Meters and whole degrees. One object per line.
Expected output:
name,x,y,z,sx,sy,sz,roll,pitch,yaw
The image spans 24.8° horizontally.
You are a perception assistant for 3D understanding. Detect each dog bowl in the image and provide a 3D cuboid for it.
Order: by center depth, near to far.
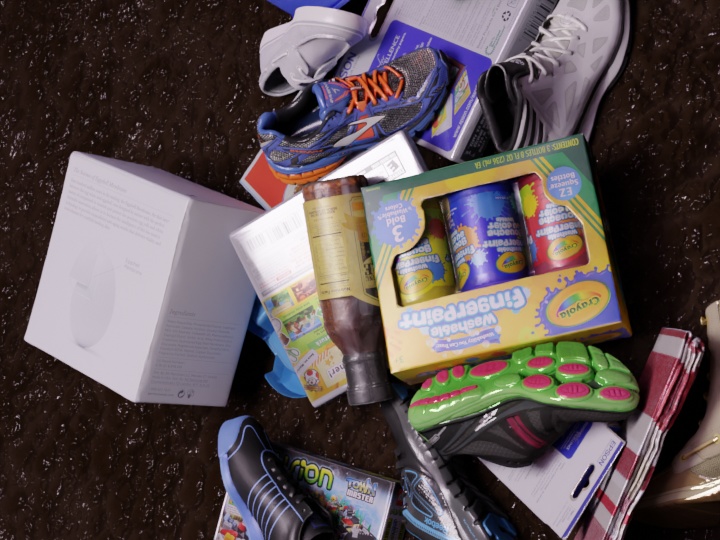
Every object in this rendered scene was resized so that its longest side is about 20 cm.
dog bowl,-0.063,0.041,1.598,0.112,0.049,0.200,-50,53,17

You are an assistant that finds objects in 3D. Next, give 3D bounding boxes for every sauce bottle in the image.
sauce bottle,-0.007,0.017,1.449,0.066,0.066,0.201,-9,91,37

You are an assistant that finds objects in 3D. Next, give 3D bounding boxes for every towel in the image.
towel,0.220,0.142,1.299,0.023,0.144,0.201,22,90,1

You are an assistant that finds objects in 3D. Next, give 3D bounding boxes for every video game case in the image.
video game case,0.000,0.000,1.490,0.199,0.023,0.183,-30,82,19

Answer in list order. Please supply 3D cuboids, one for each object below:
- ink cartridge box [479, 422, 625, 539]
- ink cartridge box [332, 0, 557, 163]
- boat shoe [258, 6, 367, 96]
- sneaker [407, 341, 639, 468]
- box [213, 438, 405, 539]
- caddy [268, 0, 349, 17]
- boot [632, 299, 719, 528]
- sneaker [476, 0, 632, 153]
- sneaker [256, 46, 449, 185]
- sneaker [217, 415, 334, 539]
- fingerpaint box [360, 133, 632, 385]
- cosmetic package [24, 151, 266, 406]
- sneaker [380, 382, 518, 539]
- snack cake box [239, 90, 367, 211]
ink cartridge box,0.151,0.138,1.386,0.100,0.039,0.200,-59,39,11
ink cartridge box,0.077,-0.220,1.552,0.200,0.043,0.199,31,98,43
boat shoe,-0.054,-0.211,1.604,0.200,0.072,0.069,-4,75,61
sneaker,0.138,0.114,1.334,0.199,0.084,0.077,-10,33,31
box,-0.046,0.230,1.545,0.199,0.035,0.111,11,86,40
caddy,-0.028,-0.330,1.626,0.200,0.105,0.142,-30,47,46
boot,0.284,0.110,1.288,0.200,0.073,0.156,-35,49,45
sneaker,0.168,-0.185,1.425,0.075,0.115,0.201,15,88,40
sneaker,-0.008,-0.148,1.505,0.199,0.078,0.076,-30,55,12
sneaker,-0.069,0.218,1.504,0.078,0.070,0.201,-29,68,25
fingerpaint box,0.113,-0.007,1.385,0.199,0.073,0.168,-13,74,13
cosmetic package,-0.209,0.007,1.614,0.199,0.123,0.201,23,101,43
sneaker,0.058,0.189,1.447,0.082,0.073,0.200,-43,55,23
snack cake box,-0.016,-0.070,1.576,0.200,0.067,0.115,46,109,36
